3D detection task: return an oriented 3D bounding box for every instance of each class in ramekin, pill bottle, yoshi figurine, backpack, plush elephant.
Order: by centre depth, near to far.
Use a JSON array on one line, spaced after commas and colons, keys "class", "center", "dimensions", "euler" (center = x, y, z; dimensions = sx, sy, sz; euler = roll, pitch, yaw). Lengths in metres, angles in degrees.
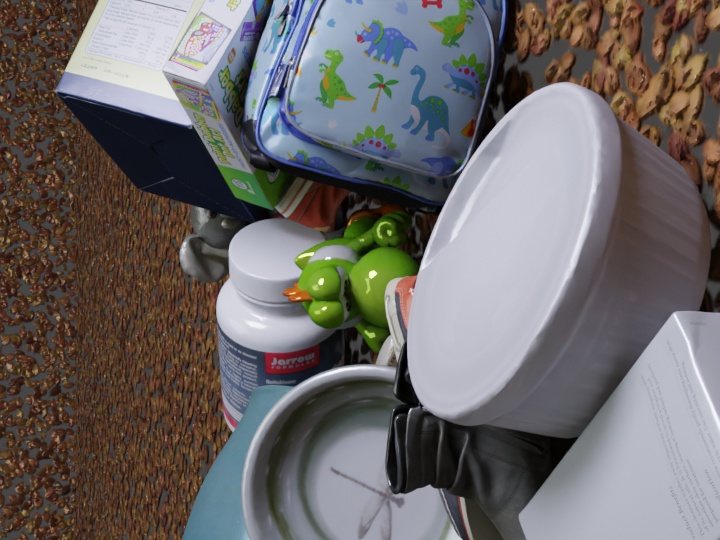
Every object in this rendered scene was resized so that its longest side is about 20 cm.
[{"class": "ramekin", "center": [0.115, 0.002, 0.746], "dimensions": [0.203, 0.094, 0.203], "euler": [-54, 24, 37]}, {"class": "backpack", "center": [0.019, -0.159, 0.959], "dimensions": [0.147, 0.182, 0.201], "euler": [-178, 103, -76]}, {"class": "yoshi figurine", "center": [0.014, 0.006, 1.046], "dimensions": [0.112, 0.113, 0.200], "euler": [-40, 3, 16]}, {"class": "pill bottle", "center": [-0.073, 0.059, 1.200], "dimensions": [0.120, 0.119, 0.201], "euler": [-113, 18, -49]}, {"class": "plush elephant", "center": [-0.098, -0.063, 1.291], "dimensions": [0.200, 0.154, 0.166], "euler": [150, 121, -65]}]

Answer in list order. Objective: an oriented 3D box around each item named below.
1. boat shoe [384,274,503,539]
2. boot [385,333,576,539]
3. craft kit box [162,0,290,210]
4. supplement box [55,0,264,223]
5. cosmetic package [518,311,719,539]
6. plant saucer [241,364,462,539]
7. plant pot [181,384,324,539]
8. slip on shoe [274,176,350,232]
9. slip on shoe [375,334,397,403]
[{"class": "boat shoe", "center": [0.063, 0.099, 0.902], "dimensions": [0.062, 0.071, 0.201], "euler": [-4, 102, 42]}, {"class": "boot", "center": [0.074, 0.138, 0.841], "dimensions": [0.068, 0.130, 0.202], "euler": [171, 101, -68]}, {"class": "craft kit box", "center": [-0.071, -0.182, 1.058], "dimensions": [0.198, 0.048, 0.200], "euler": [-62, -22, -17]}, {"class": "supplement box", "center": [-0.138, -0.183, 1.154], "dimensions": [0.200, 0.133, 0.201], "euler": [61, -132, -66]}, {"class": "cosmetic package", "center": [0.166, 0.125, 0.674], "dimensions": [0.201, 0.081, 0.113], "euler": [115, 151, -47]}, {"class": "plant saucer", "center": [0.011, 0.168, 0.975], "dimensions": [0.050, 0.199, 0.202], "euler": [-15, -70, -78]}, {"class": "plant pot", "center": [-0.049, 0.205, 1.100], "dimensions": [0.200, 0.199, 0.189], "euler": [150, 136, -66]}, {"class": "slip on shoe", "center": [0.004, -0.118, 1.117], "dimensions": [0.200, 0.061, 0.074], "euler": [-54, 13, 10]}, {"class": "slip on shoe", "center": [0.066, 0.058, 0.966], "dimensions": [0.061, 0.076, 0.201], "euler": [58, 133, 48]}]
